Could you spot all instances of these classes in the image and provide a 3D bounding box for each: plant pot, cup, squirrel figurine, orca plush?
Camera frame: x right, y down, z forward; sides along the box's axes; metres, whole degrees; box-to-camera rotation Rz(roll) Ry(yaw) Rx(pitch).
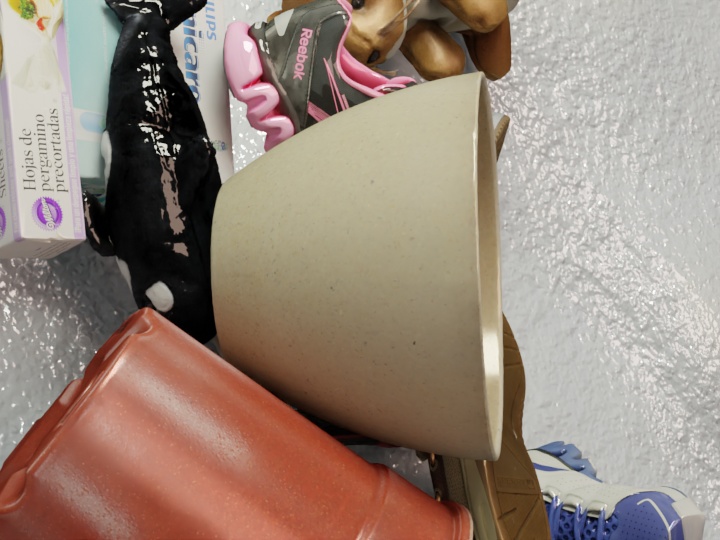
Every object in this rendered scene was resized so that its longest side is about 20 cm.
[{"bbox_3d":[-0.081,0.137,0.895,0.195,0.201,0.201,40,53,-8],"label":"plant pot"},{"bbox_3d":[0.000,0.000,0.949,0.200,0.141,0.203,-2,90,-82],"label":"cup"},{"bbox_3d":[0.015,-0.216,1.205,0.185,0.142,0.201,-21,75,-32],"label":"squirrel figurine"},{"bbox_3d":[-0.090,-0.063,0.972,0.104,0.071,0.202,18,67,-36],"label":"orca plush"}]

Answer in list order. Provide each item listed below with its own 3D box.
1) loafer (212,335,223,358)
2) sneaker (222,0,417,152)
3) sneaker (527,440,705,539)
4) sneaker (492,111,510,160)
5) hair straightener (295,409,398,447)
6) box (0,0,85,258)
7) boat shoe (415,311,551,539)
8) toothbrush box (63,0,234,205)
[{"bbox_3d":[-0.011,0.013,1.128,0.199,0.072,0.063,-23,82,-39],"label":"loafer"},{"bbox_3d":[0.000,-0.069,1.048,0.201,0.095,0.079,61,7,-22],"label":"sneaker"},{"bbox_3d":[0.116,0.161,1.119,0.114,0.199,0.082,1,99,-27],"label":"sneaker"},{"bbox_3d":[0.031,-0.074,1.188,0.107,0.071,0.200,20,25,8],"label":"sneaker"},{"bbox_3d":[-0.001,0.071,1.112,0.198,0.041,0.078,1,108,-38],"label":"hair straightener"},{"bbox_3d":[-0.177,-0.108,0.933,0.038,0.041,0.203,2,76,-38],"label":"box"},{"bbox_3d":[0.058,0.095,1.081,0.072,0.072,0.202,13,56,-46],"label":"boat shoe"},{"bbox_3d":[-0.175,-0.109,1.018,0.198,0.085,0.148,6,72,-38],"label":"toothbrush box"}]
